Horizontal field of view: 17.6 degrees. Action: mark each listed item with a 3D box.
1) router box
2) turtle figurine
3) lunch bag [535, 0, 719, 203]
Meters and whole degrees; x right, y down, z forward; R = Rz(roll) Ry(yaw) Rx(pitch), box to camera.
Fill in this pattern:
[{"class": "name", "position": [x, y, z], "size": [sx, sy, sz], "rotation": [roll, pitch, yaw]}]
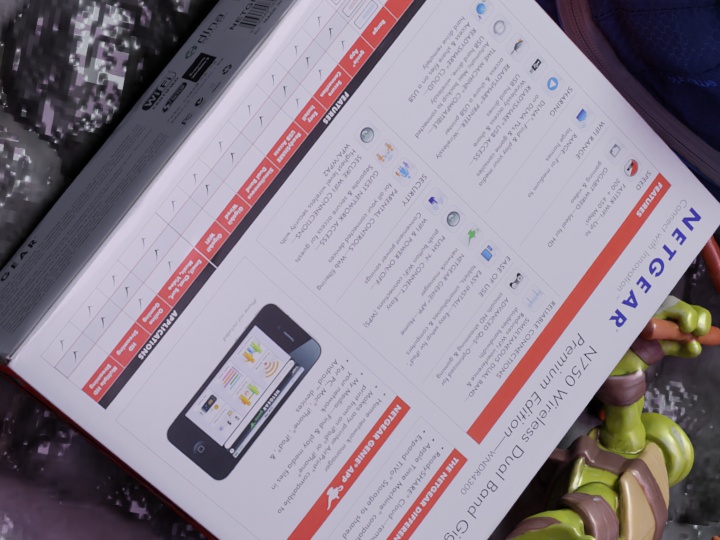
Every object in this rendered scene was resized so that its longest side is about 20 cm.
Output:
[{"class": "router box", "position": [0.000, 0.000, 0.757], "size": [0.179, 0.049, 0.200], "rotation": [44, 79, -29]}, {"class": "turtle figurine", "position": [0.090, 0.082, 0.837], "size": [0.161, 0.064, 0.201], "rotation": [-47, 143, -59]}, {"class": "lunch bag", "position": [0.158, -0.095, 0.841], "size": [0.200, 0.132, 0.136], "rotation": [33, 68, -35]}]
